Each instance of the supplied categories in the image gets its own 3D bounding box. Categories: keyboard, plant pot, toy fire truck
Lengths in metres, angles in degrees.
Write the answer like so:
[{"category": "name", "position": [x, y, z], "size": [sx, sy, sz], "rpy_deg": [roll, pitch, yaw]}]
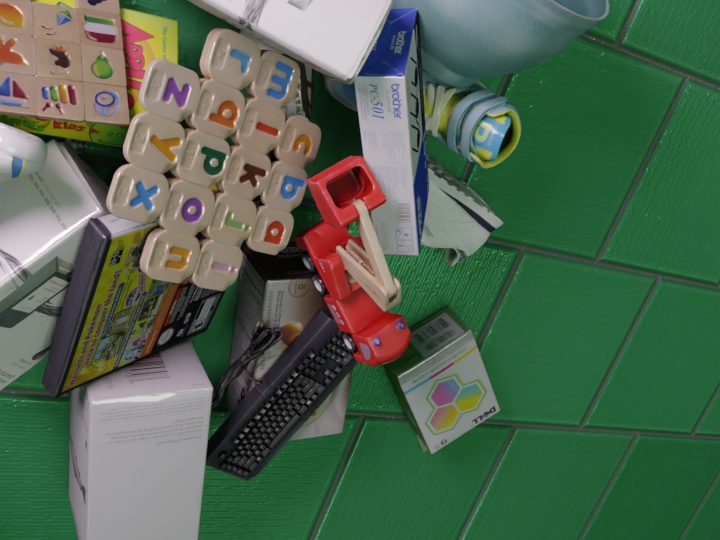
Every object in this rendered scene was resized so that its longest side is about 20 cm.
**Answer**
[{"category": "keyboard", "position": [-0.090, 0.122, 0.910], "size": [0.127, 0.021, 0.200], "rpy_deg": [35, 99, -36]}, {"category": "plant pot", "position": [0.101, -0.249, 0.801], "size": [0.199, 0.201, 0.134], "rpy_deg": [17, 135, -34]}, {"category": "toy fire truck", "position": [0.000, 0.000, 0.821], "size": [0.049, 0.141, 0.201], "rpy_deg": [-31, 105, -20]}]

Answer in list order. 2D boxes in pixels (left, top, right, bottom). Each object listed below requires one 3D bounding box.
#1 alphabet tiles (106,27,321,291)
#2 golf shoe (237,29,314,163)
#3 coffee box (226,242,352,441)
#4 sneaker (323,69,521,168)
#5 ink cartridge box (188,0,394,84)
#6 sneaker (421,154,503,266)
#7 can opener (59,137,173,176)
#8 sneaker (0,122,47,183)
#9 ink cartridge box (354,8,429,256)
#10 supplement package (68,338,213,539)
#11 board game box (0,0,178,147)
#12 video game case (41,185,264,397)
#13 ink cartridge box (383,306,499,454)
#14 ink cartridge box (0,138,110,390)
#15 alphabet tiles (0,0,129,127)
[{"category": "alphabet tiles", "position": [-0.112, -0.084, 0.730], "size": [0.195, 0.015, 0.202], "rpy_deg": [12, 97, -52]}, {"category": "golf shoe", "position": [-0.067, -0.158, 0.816], "size": [0.077, 0.088, 0.201], "rpy_deg": [-7, 119, -22]}, {"category": "coffee box", "position": [-0.070, 0.076, 0.955], "size": [0.114, 0.080, 0.201], "rpy_deg": [-4, 119, -26]}, {"category": "sneaker", "position": [0.070, -0.157, 0.860], "size": [0.199, 0.131, 0.080], "rpy_deg": [7, 116, -30]}, {"category": "ink cartridge box", "position": [-0.083, -0.226, 0.689], "size": [0.199, 0.146, 0.085], "rpy_deg": [28, 98, -15]}, {"category": "sneaker", "position": [0.067, -0.071, 0.951], "size": [0.081, 0.077, 0.200], "rpy_deg": [-45, 128, 15]}, {"category": "can opener", "position": [-0.184, -0.112, 0.784], "size": [0.199, 0.063, 0.079], "rpy_deg": [31, 101, -29]}, {"category": "sneaker", "position": [-0.303, -0.055, 0.660], "size": [0.076, 0.199, 0.106], "rpy_deg": [19, 79, -51]}, {"category": "ink cartridge box", "position": [0.031, -0.115, 0.792], "size": [0.044, 0.094, 0.201], "rpy_deg": [3, 139, 10]}, {"category": "supplement package", "position": [-0.225, 0.174, 0.908], "size": [0.116, 0.117, 0.201], "rpy_deg": [-4, 119, -26]}, {"category": "board game box", "position": [-0.243, -0.160, 0.698], "size": [0.199, 0.102, 0.048], "rpy_deg": [7, 156, -26]}, {"category": "video game case", "position": [-0.179, 0.011, 0.799], "size": [0.180, 0.026, 0.201], "rpy_deg": [-25, 153, -47]}, {"category": "ink cartridge box", "position": [0.104, 0.153, 1.107], "size": [0.103, 0.059, 0.201], "rpy_deg": [-30, 128, -9]}, {"category": "ink cartridge box", "position": [-0.285, 0.004, 0.760], "size": [0.199, 0.084, 0.146], "rpy_deg": [-37, 161, -4]}, {"category": "alphabet tiles", "position": [-0.272, -0.186, 0.657], "size": [0.199, 0.168, 0.008], "rpy_deg": [2, 156, -29]}]
